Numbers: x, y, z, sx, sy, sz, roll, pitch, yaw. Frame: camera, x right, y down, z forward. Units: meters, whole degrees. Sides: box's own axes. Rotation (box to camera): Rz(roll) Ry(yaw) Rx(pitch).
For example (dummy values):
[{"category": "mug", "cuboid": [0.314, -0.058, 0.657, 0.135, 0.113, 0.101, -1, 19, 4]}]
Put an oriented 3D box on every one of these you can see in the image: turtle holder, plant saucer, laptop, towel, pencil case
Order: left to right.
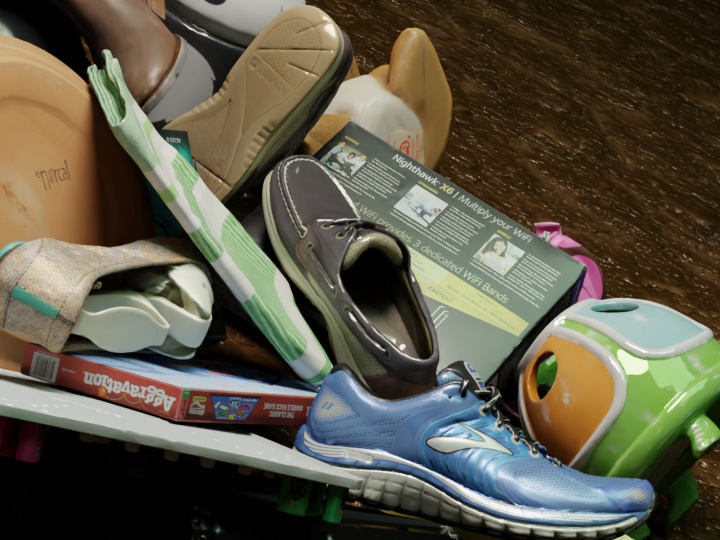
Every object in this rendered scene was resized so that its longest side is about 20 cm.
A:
[{"category": "plant saucer", "cuboid": [-0.186, -0.036, 1.153, 0.200, 0.032, 0.202, 25, 57, -44]}, {"category": "towel", "cuboid": [-0.087, -0.029, 1.207, 0.200, 0.023, 0.153, 55, 1, -23]}, {"category": "laptop", "cuboid": [-0.034, 0.171, 1.043, 0.176, 0.103, 0.201, 10, 50, -38]}, {"category": "pencil case", "cuboid": [0.133, 0.035, 1.495, 0.090, 0.094, 0.200, 3, 17, 4]}, {"category": "turtle holder", "cuboid": [0.183, 0.077, 1.336, 0.132, 0.141, 0.185, 42, 55, 18]}]

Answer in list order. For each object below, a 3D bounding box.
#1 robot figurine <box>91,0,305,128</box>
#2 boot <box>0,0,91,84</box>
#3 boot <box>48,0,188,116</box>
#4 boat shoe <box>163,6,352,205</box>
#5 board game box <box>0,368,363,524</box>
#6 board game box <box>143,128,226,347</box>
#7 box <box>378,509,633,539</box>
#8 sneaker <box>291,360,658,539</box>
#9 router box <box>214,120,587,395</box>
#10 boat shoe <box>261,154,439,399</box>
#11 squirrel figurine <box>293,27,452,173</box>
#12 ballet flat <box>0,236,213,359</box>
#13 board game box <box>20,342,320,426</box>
[{"category": "robot figurine", "cuboid": [-0.118, -0.141, 1.464, 0.149, 0.201, 0.125, 23, 19, -10]}, {"category": "boot", "cuboid": [-0.216, -0.106, 1.325, 0.199, 0.073, 0.162, 55, 22, -4]}, {"category": "boot", "cuboid": [-0.204, -0.188, 1.297, 0.200, 0.064, 0.187, 38, 13, -27]}, {"category": "boat shoe", "cuboid": [-0.078, -0.085, 1.374, 0.072, 0.200, 0.065, 47, 11, 27]}, {"category": "board game box", "cuboid": [-0.129, 0.079, 1.028, 0.199, 0.026, 0.200, 16, -1, -29]}, {"category": "board game box", "cuboid": [-0.165, -0.020, 1.221, 0.199, 0.028, 0.136, 0, 74, -51]}, {"category": "box", "cuboid": [0.108, 0.163, 1.192, 0.199, 0.050, 0.075, 33, 20, 19]}, {"category": "sneaker", "cuboid": [0.064, 0.096, 1.125, 0.198, 0.090, 0.079, 14, -7, 5]}, {"category": "router box", "cuboid": [0.023, 0.008, 1.369, 0.199, 0.052, 0.157, 33, 54, 18]}, {"category": "boat shoe", "cuboid": [0.000, 0.000, 1.287, 0.071, 0.065, 0.201, -2, 52, -31]}, {"category": "squirrel figurine", "cuboid": [-0.021, -0.085, 1.585, 0.186, 0.142, 0.201, 10, -40, 49]}, {"category": "ballet flat", "cuboid": [-0.120, 0.021, 1.113, 0.067, 0.069, 0.200, 27, 14, 25]}, {"category": "board game box", "cuboid": [-0.086, 0.065, 1.147, 0.102, 0.020, 0.200, 15, 2, 29]}]
